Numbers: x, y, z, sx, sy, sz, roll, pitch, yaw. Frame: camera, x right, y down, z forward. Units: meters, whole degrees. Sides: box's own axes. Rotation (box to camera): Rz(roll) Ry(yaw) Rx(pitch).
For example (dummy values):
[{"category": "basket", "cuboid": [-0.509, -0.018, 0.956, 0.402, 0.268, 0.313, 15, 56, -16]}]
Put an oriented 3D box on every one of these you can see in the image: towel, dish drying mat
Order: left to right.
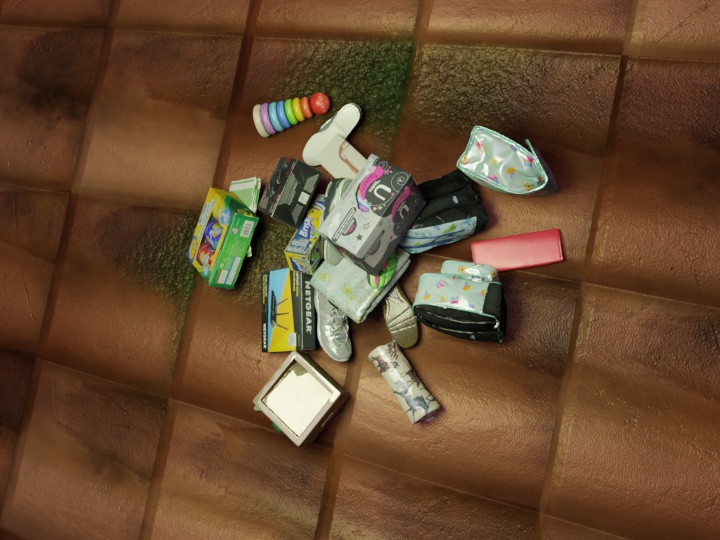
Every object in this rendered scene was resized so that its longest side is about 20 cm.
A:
[{"category": "towel", "cuboid": [-0.314, -0.137, 1.689, 0.152, 0.023, 0.203, 2, 85, 51]}, {"category": "towel", "cuboid": [0.000, 0.000, 1.505, 0.171, 0.048, 0.201, 35, 81, 34]}, {"category": "dish drying mat", "cuboid": [0.351, -0.042, 1.462, 0.197, 0.018, 0.078, -9, 80, 20]}]

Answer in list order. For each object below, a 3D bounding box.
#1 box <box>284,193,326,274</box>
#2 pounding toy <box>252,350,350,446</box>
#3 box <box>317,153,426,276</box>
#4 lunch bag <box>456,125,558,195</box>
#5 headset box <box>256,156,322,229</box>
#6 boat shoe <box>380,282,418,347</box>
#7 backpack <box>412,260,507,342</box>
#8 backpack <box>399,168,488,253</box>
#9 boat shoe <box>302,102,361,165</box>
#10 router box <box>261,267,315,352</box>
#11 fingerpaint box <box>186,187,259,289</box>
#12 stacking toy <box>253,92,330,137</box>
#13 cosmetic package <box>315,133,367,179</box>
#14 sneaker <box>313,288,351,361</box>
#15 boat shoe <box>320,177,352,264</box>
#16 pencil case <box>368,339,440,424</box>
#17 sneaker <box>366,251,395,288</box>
[{"category": "box", "cuboid": [-0.108, -0.090, 1.560, 0.063, 0.071, 0.201, 12, 53, 21]}, {"category": "pounding toy", "cuboid": [-0.158, 0.316, 1.565, 0.184, 0.142, 0.201, 39, 89, 17]}, {"category": "box", "cuboid": [0.028, -0.114, 1.358, 0.114, 0.132, 0.201, 31, 82, 29]}, {"category": "lunch bag", "cuboid": [0.331, -0.224, 1.408, 0.198, 0.170, 0.123, 27, 101, 21]}, {"category": "headset box", "cuboid": [-0.181, -0.196, 1.602, 0.150, 0.077, 0.200, -65, 24, 3]}, {"category": "boat shoe", "cuboid": [0.083, 0.084, 1.534, 0.073, 0.063, 0.203, -27, 81, 8]}, {"category": "backpack", "cuboid": [0.216, 0.066, 1.419, 0.197, 0.176, 0.155, 1, 67, 20]}, {"category": "backpack", "cuboid": [0.159, -0.125, 1.467, 0.198, 0.154, 0.164, -13, 59, -22]}, {"category": "boat shoe", "cuboid": [-0.068, -0.343, 1.636, 0.073, 0.062, 0.200, 43, 117, -8]}, {"category": "router box", "cuboid": [-0.181, 0.099, 1.604, 0.148, 0.051, 0.203, -9, 79, 39]}, {"category": "fingerpaint box", "cuboid": [-0.355, -0.083, 1.650, 0.167, 0.073, 0.202, 41, 114, 45]}, {"category": "stacking toy", "cuboid": [-0.173, -0.408, 1.672, 0.197, 0.085, 0.087, -12, 80, 14]}, {"category": "cosmetic package", "cuboid": [-0.001, -0.226, 1.571, 0.200, 0.103, 0.087, 44, 98, 17]}, {"category": "sneaker", "cuboid": [-0.063, 0.118, 1.552, 0.082, 0.074, 0.202, -36, 68, 55]}, {"category": "boat shoe", "cuboid": [-0.059, -0.115, 1.509, 0.060, 0.075, 0.203, 13, 87, 44]}, {"category": "pencil case", "cuboid": [0.101, 0.258, 1.485, 0.078, 0.089, 0.201, -37, 74, 7]}, {"category": "sneaker", "cuboid": [0.025, -0.050, 1.463, 0.083, 0.076, 0.203, -30, 57, 42]}]
